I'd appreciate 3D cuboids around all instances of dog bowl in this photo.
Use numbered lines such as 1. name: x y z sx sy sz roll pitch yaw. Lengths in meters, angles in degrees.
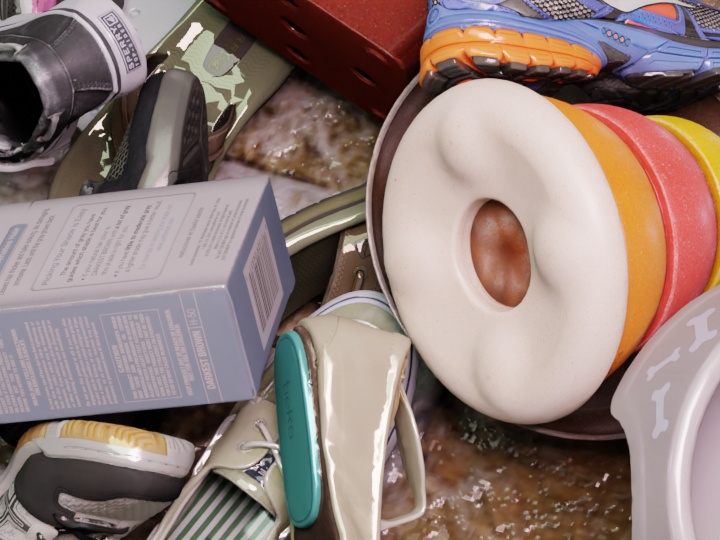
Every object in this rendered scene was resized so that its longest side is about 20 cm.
1. dog bowl: 0.196 0.093 1.048 0.199 0.059 0.201 3 80 -16

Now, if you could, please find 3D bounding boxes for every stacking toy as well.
1. stacking toy: 0.122 -0.021 1.135 0.200 0.146 0.146 -12 44 -38

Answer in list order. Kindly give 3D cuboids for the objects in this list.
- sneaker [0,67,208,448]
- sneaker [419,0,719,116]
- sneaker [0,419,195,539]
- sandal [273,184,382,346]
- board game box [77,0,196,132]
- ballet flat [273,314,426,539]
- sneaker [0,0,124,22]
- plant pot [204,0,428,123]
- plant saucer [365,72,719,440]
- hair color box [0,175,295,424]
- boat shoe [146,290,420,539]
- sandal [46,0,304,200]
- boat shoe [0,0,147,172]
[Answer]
1. sneaker: -0.138 -0.006 1.242 0.114 0.076 0.200 15 93 10
2. sneaker: 0.112 -0.115 1.145 0.075 0.200 0.079 -18 75 50
3. sneaker: -0.139 0.124 1.171 0.200 0.075 0.088 -27 53 52
4. sandal: 0.001 -0.001 1.229 0.201 0.080 0.057 -31 71 -2
5. board game box: -0.112 -0.173 1.414 0.200 0.026 0.200 -41 55 -9
6. ballet flat: -0.002 0.118 1.109 0.069 0.069 0.201 -1 82 18
7. sneaker: -0.186 -0.186 1.394 0.086 0.080 0.201 -25 55 27
8. plant pot: 0.017 -0.184 1.250 0.200 0.200 0.176 35 82 9
9. plant saucer: 0.095 -0.017 1.190 0.199 0.032 0.201 5 73 -15
10. hair color box: -0.138 0.016 1.149 0.199 0.061 0.099 -6 29 14
11. boat shoe: -0.040 0.096 1.167 0.072 0.062 0.200 34 89 8
12. sandal: -0.096 -0.077 1.306 0.080 0.057 0.201 29 79 6
13. boat shoe: -0.171 -0.083 1.274 0.068 0.074 0.199 -33 13 -26
